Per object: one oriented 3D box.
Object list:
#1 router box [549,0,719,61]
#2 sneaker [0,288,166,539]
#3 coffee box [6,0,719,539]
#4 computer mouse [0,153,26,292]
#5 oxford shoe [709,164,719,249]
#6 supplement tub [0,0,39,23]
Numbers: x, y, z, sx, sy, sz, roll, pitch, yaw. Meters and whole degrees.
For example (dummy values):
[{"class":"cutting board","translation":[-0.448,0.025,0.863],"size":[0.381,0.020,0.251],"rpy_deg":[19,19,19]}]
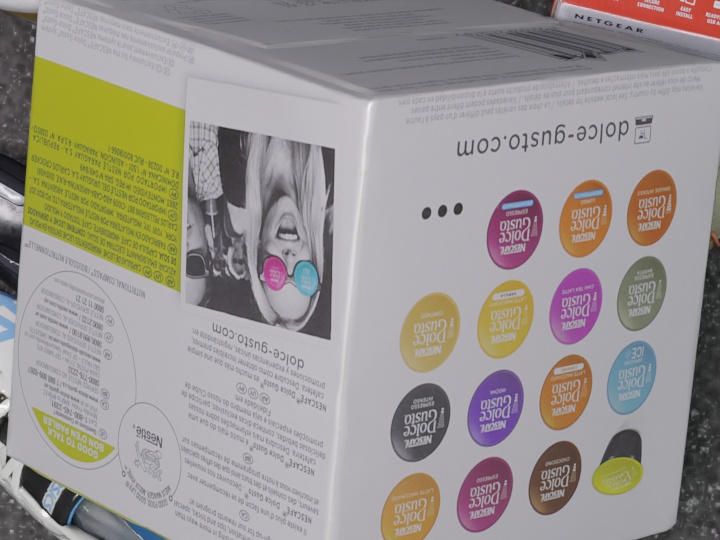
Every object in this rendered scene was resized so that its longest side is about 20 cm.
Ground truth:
[{"class":"router box","translation":[0.194,-0.156,1.246],"size":[0.199,0.049,0.180],"rpy_deg":[13,68,3]},{"class":"sneaker","translation":[-0.139,0.070,1.297],"size":[0.200,0.072,0.072],"rpy_deg":[35,106,4]},{"class":"coffee box","translation":[0.000,0.000,1.168],"size":[0.200,0.199,0.199],"rpy_deg":[20,111,44]},{"class":"computer mouse","translation":[-0.179,-0.048,1.272],"size":[0.200,0.140,0.046],"rpy_deg":[35,80,3]},{"class":"oxford shoe","translation":[0.148,-0.037,1.276],"size":[0.073,0.071,0.201],"rpy_deg":[15,92,2]},{"class":"supplement tub","translation":[-0.125,-0.176,1.230],"size":[0.144,0.200,0.145],"rpy_deg":[0,91,5]}]
